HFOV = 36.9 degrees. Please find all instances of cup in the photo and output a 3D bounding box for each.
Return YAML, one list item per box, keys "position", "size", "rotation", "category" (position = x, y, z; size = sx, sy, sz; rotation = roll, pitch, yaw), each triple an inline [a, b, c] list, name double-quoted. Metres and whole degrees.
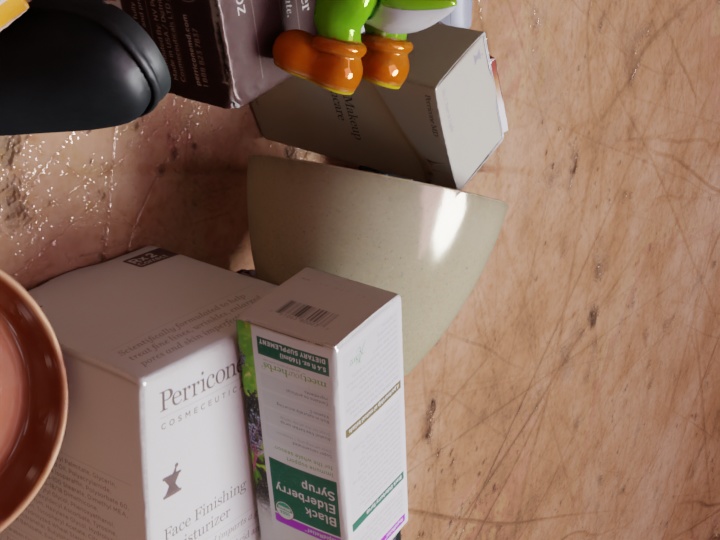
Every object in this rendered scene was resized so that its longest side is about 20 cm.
- position: [0.000, 0.000, 0.821]
  size: [0.200, 0.200, 0.144]
  rotation: [8, 94, -57]
  category: "cup"

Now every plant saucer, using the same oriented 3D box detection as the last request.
- position: [-0.273, 0.078, 0.628]
  size: [0.200, 0.032, 0.201]
  rotation: [-4, 99, -25]
  category: "plant saucer"

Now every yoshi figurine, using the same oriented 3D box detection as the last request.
- position: [0.003, -0.213, 0.630]
  size: [0.112, 0.113, 0.201]
  rotation: [11, 115, -18]
  category: "yoshi figurine"

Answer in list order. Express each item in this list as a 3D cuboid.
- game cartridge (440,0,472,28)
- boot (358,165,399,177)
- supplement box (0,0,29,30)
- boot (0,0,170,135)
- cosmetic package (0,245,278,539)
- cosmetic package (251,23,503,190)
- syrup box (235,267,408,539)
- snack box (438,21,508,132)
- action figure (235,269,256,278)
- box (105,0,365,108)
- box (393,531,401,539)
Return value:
- position: [0.081, -0.291, 0.953]
  size: [0.200, 0.040, 0.134]
  rotation: [-80, 171, -58]
  category: "game cartridge"
- position: [0.039, -0.109, 1.041]
  size: [0.204, 0.073, 0.154]
  rotation: [-60, 170, -55]
  category: "boot"
- position: [-0.255, -0.195, 0.493]
  size: [0.073, 0.126, 0.200]
  rotation: [-39, 139, -8]
  category: "supplement box"
- position: [-0.214, -0.065, 0.560]
  size: [0.168, 0.199, 0.077]
  rotation: [-58, 141, -30]
  category: "boot"
- position: [-0.151, 0.112, 0.770]
  size: [0.165, 0.165, 0.201]
  rotation: [-27, 126, -49]
  category: "cosmetic package"
- position: [0.004, -0.142, 0.845]
  size: [0.073, 0.199, 0.104]
  rotation: [-49, 140, -29]
  category: "cosmetic package"
- position: [-0.022, 0.108, 0.736]
  size: [0.081, 0.079, 0.201]
  rotation: [-37, 134, -46]
  category: "syrup box"
- position: [0.053, -0.183, 0.907]
  size: [0.024, 0.200, 0.072]
  rotation: [-30, 134, -13]
  category: "snack box"
- position: [-0.065, 0.065, 0.935]
  size: [0.149, 0.134, 0.201]
  rotation: [125, -19, -48]
  category: "action figure"
- position: [-0.088, -0.229, 0.699]
  size: [0.200, 0.164, 0.166]
  rotation: [-40, 135, -40]
  category: "box"
- position: [-0.101, 0.239, 0.876]
  size: [0.200, 0.198, 0.050]
  rotation: [-35, 131, -43]
  category: "box"
